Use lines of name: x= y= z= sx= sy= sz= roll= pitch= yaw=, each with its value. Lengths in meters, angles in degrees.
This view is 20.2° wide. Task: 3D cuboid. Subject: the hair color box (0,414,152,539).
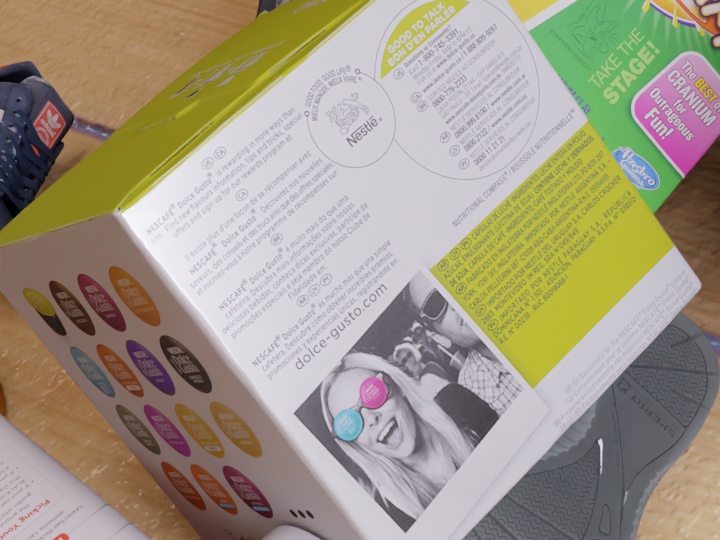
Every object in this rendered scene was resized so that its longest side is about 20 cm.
hair color box: x=-0.151 y=0.153 z=0.949 sx=0.101 sy=0.061 sz=0.200 roll=-39 pitch=40 yaw=-19

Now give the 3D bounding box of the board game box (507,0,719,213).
board game box: x=0.132 y=-0.141 z=0.943 sx=0.200 sy=0.153 sz=0.040 roll=-48 pitch=7 yaw=-21

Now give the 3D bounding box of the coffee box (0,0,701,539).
coffee box: x=-0.014 y=-0.001 z=0.898 sx=0.200 sy=0.198 sz=0.200 roll=-43 pitch=14 yaw=-23

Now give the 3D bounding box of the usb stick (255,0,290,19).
usb stick: x=-0.033 y=-0.166 z=1.186 sx=0.055 sy=0.033 sz=0.200 roll=13 pitch=92 yaw=23

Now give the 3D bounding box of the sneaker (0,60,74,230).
sneaker: x=-0.212 y=-0.070 z=1.223 sx=0.084 sy=0.075 sz=0.200 roll=-28 pitch=38 yaw=1

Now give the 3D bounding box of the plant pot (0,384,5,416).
plant pot: x=-0.315 y=0.044 z=1.056 sx=0.200 sy=0.183 sz=0.200 roll=-14 pitch=39 yaw=12

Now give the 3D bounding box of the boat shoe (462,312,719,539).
boat shoe: x=0.085 y=0.098 z=0.897 sx=0.202 sy=0.074 sz=0.065 roll=-52 pitch=11 yaw=-27

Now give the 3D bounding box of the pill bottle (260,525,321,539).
pill bottle: x=-0.072 y=0.201 z=0.807 sx=0.120 sy=0.120 sz=0.200 roll=23 pitch=58 yaw=42
